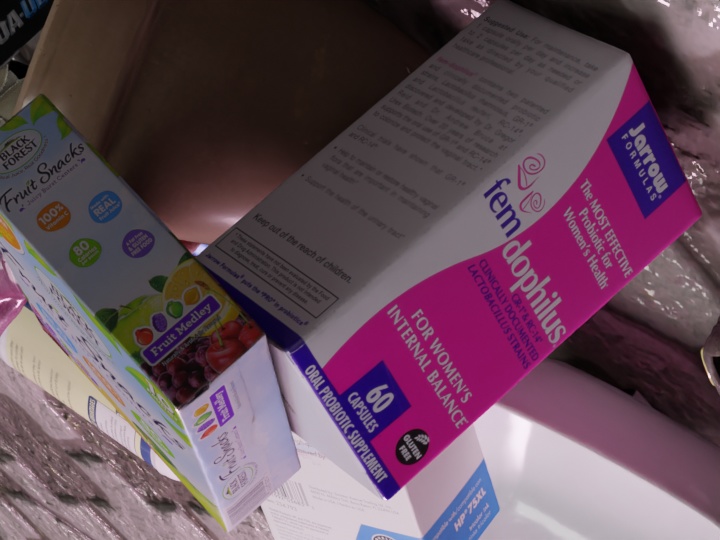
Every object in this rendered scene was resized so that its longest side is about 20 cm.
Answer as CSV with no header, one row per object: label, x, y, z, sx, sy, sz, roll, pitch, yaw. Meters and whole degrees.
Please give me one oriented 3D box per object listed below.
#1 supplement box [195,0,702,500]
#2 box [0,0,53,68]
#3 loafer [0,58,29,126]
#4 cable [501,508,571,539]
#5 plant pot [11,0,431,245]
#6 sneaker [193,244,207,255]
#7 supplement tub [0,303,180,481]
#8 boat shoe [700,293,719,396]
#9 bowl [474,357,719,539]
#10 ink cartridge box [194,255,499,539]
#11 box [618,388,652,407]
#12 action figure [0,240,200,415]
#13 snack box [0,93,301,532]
supplement box,0.037,-0.013,0.943,0.103,0.200,0.101,31,159,51
box,-0.229,-0.147,1.175,0.200,0.159,0.046,3,134,55
loafer,-0.204,-0.090,1.304,0.199,0.070,0.075,-15,161,33
cable,0.064,0.182,1.274,0.163,0.051,0.201,-19,101,27
plant pot,-0.064,-0.085,1.037,0.174,0.201,0.200,22,157,-5
sneaker,-0.119,-0.055,1.240,0.066,0.079,0.200,25,169,47
supplement tub,-0.153,0.029,1.390,0.200,0.145,0.145,33,156,16
boat shoe,0.218,0.081,1.031,0.072,0.061,0.201,13,144,47
bowl,0.129,0.137,1.150,0.199,0.075,0.201,28,141,22
ink cartridge box,-0.012,0.060,1.089,0.116,0.067,0.201,12,134,36
box,0.126,0.119,1.270,0.110,0.035,0.200,49,155,-19
action figure,-0.176,-0.010,1.155,0.199,0.149,0.134,-8,138,15
snack box,-0.095,0.026,0.921,0.142,0.053,0.200,45,167,16
